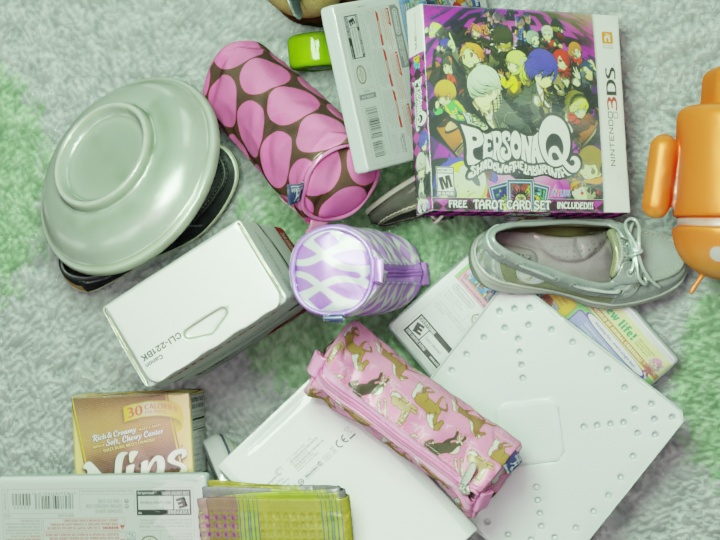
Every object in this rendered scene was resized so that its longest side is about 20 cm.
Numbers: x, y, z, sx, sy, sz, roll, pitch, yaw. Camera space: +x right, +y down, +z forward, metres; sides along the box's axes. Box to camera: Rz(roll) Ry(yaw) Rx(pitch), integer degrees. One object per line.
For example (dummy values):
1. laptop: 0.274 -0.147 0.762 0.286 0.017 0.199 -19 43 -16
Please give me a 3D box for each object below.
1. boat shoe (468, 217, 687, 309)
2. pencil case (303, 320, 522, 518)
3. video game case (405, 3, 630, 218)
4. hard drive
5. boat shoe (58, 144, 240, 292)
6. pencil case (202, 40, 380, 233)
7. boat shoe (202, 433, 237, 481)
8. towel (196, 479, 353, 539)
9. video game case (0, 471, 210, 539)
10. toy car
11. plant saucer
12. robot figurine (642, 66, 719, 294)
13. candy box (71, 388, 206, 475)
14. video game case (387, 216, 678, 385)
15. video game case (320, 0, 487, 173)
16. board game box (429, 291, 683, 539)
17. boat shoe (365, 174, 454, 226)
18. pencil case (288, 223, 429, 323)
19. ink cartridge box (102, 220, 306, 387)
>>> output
1. boat shoe: 0.198 -0.012 1.708 0.201 0.065 0.075 6 70 -12
2. pencil case: 0.044 0.128 1.692 0.200 0.087 0.083 37 76 4
3. video game case: 0.139 -0.137 1.691 0.200 0.036 0.182 1 83 -24
4. hard drive: -0.012 0.203 1.729 0.132 0.027 0.200 -43 83 -5
5. boat shoe: -0.197 -0.047 1.793 0.200 0.062 0.075 -34 84 5
6. pencil case: -0.069 -0.121 1.724 0.200 0.091 0.094 49 130 43
7. boat shoe: -0.075 0.231 1.770 0.070 0.071 0.200 -27 75 -11
8. towel: -0.068 0.282 1.710 0.143 0.023 0.200 -3 98 19
9. video game case: -0.231 0.276 1.762 0.200 0.023 0.182 -2 91 10
10. toy car: -0.028 -0.269 1.694 0.157 0.200 0.165 -6 89 16
11. plant saucer: -0.221 -0.095 1.750 0.200 0.050 0.201 -16 59 27
12. robot figurine: 0.332 -0.077 1.690 0.116 0.144 0.201 3 90 47
13. candy box: -0.202 0.212 1.795 0.115 0.055 0.201 -3 91 9
14. video game case: 0.156 0.066 1.762 0.182 0.022 0.200 -42 84 6
15. video game case: 0.053 -0.172 1.695 0.018 0.200 0.144 -8 97 45
16. board game box: 0.153 0.144 1.736 0.200 0.026 0.200 38 97 8
17. boat shoe: 0.103 -0.077 1.748 0.200 0.067 0.057 -26 82 4
18. pencil case: 0.000 0.000 1.697 0.085 0.200 0.084 -8 89 12
19. ink cartridge box: -0.126 0.029 1.712 0.144 0.200 0.084 -32 86 6
